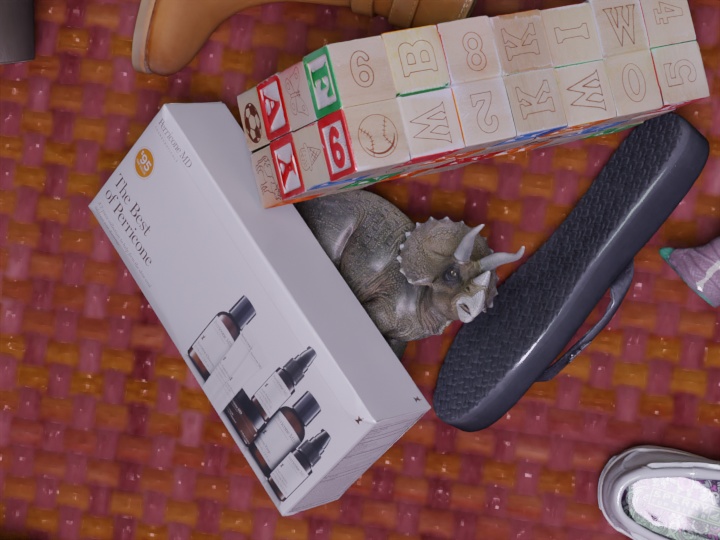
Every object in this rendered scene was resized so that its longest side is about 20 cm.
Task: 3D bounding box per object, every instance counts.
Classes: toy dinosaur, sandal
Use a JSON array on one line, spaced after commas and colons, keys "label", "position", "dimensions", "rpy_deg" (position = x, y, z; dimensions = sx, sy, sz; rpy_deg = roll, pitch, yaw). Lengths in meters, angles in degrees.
[{"label": "toy dinosaur", "position": [0.000, 0.000, 0.854], "dimensions": [0.200, 0.077, 0.103], "rpy_deg": [27, 97, 37]}, {"label": "sandal", "position": [0.114, 0.010, 0.838], "dimensions": [0.043, 0.076, 0.200], "rpy_deg": [38, 96, -22]}]

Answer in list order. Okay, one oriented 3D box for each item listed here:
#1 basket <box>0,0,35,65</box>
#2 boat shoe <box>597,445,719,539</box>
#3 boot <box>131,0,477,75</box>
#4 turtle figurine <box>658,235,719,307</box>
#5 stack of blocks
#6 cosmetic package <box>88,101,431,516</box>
[{"label": "basket", "position": [-0.236, -0.202, 0.838], "dimensions": [0.136, 0.180, 0.201], "rpy_deg": [1, 102, 35]}, {"label": "boat shoe", "position": [0.221, 0.132, 0.826], "dimensions": [0.199, 0.069, 0.072], "rpy_deg": [19, 93, 6]}, {"label": "boot", "position": [-0.016, -0.157, 0.849], "dimensions": [0.154, 0.074, 0.200], "rpy_deg": [33, 97, 1]}, {"label": "turtle figurine", "position": [0.253, -0.049, 0.809], "dimensions": [0.150, 0.101, 0.200], "rpy_deg": [42, 101, 4]}, {"label": "stack of blocks", "position": [0.054, -0.085, 0.799], "dimensions": [0.199, 0.115, 0.059], "rpy_deg": [-13, 89, -25]}, {"label": "cosmetic package", "position": [-0.055, 0.016, 0.820], "dimensions": [0.083, 0.051, 0.200], "rpy_deg": [-47, 67, 30]}]
